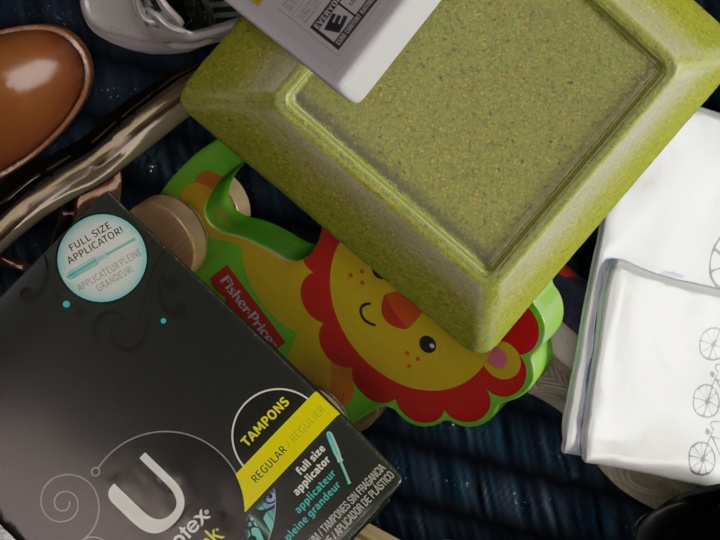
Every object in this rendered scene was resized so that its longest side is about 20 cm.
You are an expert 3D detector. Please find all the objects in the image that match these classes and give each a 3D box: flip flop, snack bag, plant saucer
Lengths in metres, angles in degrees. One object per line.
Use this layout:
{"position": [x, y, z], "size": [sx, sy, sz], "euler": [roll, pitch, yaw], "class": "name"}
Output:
{"position": [-0.146, -0.038, 1.276], "size": [0.200, 0.081, 0.058], "euler": [-36, 107, -3], "class": "flip flop"}
{"position": [0.196, 0.014, 1.248], "size": [0.188, 0.021, 0.201], "euler": [14, 82, -31], "class": "snack bag"}
{"position": [0.052, -0.090, 1.126], "size": [0.200, 0.048, 0.200], "euler": [40, 94, -12], "class": "plant saucer"}

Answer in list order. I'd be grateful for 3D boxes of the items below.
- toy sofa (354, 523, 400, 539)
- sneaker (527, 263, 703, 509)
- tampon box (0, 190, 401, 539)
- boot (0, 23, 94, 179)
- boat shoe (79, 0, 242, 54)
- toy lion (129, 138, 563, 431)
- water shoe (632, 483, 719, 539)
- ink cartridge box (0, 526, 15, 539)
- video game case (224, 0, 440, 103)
{"position": [-0.010, 0.175, 1.268], "size": [0.199, 0.098, 0.083], "euler": [27, 75, 14], "class": "toy sofa"}
{"position": [0.145, 0.053, 1.285], "size": [0.200, 0.075, 0.085], "euler": [43, 57, -18], "class": "sneaker"}
{"position": [-0.102, 0.090, 1.169], "size": [0.200, 0.126, 0.150], "euler": [43, 80, 5], "class": "tampon box"}
{"position": [-0.233, -0.066, 1.227], "size": [0.199, 0.155, 0.074], "euler": [-28, 94, 2], "class": "boot"}
{"position": [-0.084, -0.150, 1.212], "size": [0.199, 0.067, 0.074], "euler": [-8, 96, 42], "class": "boat shoe"}
{"position": [0.000, 0.000, 1.231], "size": [0.192, 0.069, 0.200], "euler": [-37, 92, 35], "class": "toy lion"}
{"position": [0.169, 0.143, 1.235], "size": [0.079, 0.200, 0.072], "euler": [17, 59, -20], "class": "water shoe"}
{"position": [-0.240, 0.110, 1.276], "size": [0.199, 0.083, 0.146], "euler": [23, 93, -1], "class": "ink cartridge box"}
{"position": [0.005, -0.198, 1.106], "size": [0.200, 0.023, 0.182], "euler": [-52, 50, 3], "class": "video game case"}
